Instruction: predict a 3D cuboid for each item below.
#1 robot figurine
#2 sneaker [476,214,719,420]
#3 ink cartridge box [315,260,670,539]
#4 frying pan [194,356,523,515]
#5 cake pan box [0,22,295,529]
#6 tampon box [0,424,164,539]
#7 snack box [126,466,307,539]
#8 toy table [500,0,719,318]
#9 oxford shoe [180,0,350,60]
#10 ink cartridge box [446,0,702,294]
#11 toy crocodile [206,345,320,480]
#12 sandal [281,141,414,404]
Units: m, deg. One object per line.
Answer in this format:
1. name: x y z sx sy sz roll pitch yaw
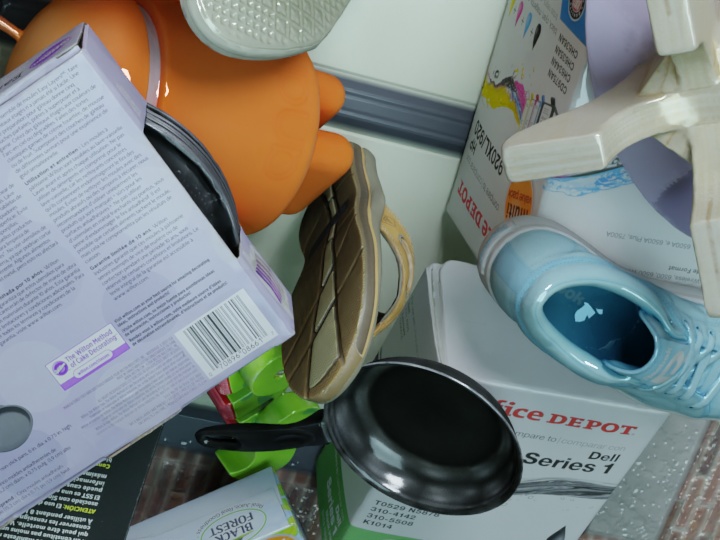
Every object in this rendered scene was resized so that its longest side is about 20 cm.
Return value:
1. robot figurine: -0.103 -0.085 1.210 0.200 0.117 0.144 10 96 -33
2. sneaker: 0.151 0.043 1.202 0.200 0.082 0.074 23 110 -23
3. ink cartridge box: 0.074 0.097 1.339 0.146 0.085 0.200 9 138 -17
4. frying pan: 0.009 0.098 1.258 0.190 0.031 0.115 -22 118 42
5. cake pan box: -0.156 0.003 1.124 0.200 0.052 0.184 -34 112 10
6. tampon box: -0.181 0.057 1.260 0.126 0.150 0.200 13 111 -19
7. snack box: -0.120 0.214 1.389 0.199 0.053 0.142 -23 139 -2
8. toy table: 0.165 -0.087 1.102 0.183 0.117 0.200 -19 107 22
9. oxford shoe: -0.045 -0.150 1.179 0.058 0.200 0.075 -18 104 29
10. ink cartridge box: 0.154 -0.083 1.270 0.144 0.147 0.201 9 113 -17
11. toy crocodile: -0.067 0.056 1.301 0.062 0.068 0.200 -30 154 -11
12. sandal: 0.000 0.000 1.246 0.054 0.200 0.080 29 119 -16
